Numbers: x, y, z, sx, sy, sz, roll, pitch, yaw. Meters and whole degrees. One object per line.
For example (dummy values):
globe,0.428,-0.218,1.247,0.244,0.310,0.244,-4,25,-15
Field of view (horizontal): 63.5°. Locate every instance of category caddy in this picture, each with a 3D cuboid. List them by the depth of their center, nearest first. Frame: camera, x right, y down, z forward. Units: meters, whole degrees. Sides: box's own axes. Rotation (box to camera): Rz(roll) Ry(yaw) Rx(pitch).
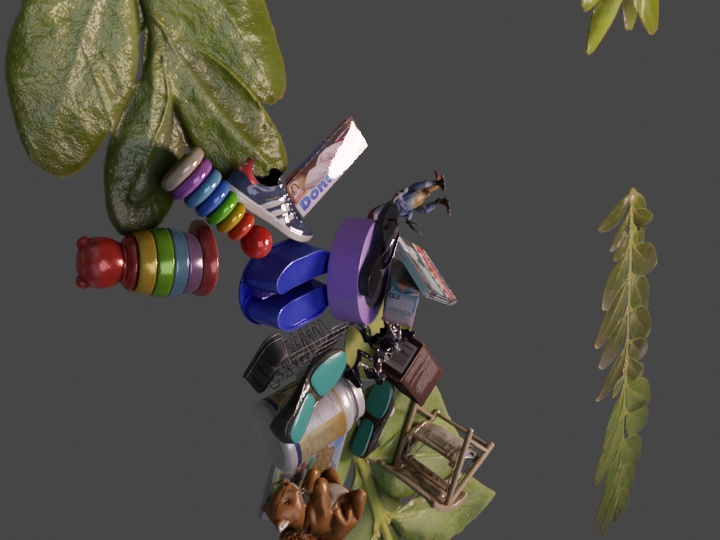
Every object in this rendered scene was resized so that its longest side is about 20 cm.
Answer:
caddy,-0.136,0.023,1.061,0.199,0.103,0.145,-25,125,-51

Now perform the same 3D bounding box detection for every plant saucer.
plant saucer,0.034,0.144,1.304,0.197,0.031,0.205,-16,115,-37

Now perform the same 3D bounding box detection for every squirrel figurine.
squirrel figurine,-0.112,0.520,1.206,0.183,0.141,0.205,8,97,-35

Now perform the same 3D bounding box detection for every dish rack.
dish rack,-0.117,0.155,1.116,0.198,0.055,0.154,-22,159,-42

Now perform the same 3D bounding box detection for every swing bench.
swing bench,0.182,0.452,1.423,0.129,0.197,0.203,38,80,-41

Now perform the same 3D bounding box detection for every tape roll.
tape roll,0.000,0.000,1.141,0.200,0.064,0.206,8,90,-72

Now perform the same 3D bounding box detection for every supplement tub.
supplement tub,-0.102,0.284,1.155,0.198,0.143,0.148,-26,120,-33

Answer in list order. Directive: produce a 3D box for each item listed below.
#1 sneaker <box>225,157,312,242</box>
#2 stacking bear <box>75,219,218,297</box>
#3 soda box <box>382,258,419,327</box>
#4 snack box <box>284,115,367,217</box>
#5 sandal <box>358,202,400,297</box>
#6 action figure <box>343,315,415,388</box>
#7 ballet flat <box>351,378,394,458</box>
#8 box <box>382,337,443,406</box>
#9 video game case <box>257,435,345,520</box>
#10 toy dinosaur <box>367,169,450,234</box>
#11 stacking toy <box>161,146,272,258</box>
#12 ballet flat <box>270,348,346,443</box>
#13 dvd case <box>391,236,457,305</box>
sneaker,-0.143,-0.124,1.023,0.199,0.075,0.085,33,95,-43
stacking bear,-0.328,-0.013,0.887,0.196,0.113,0.125,-1,105,-36
soda box,0.085,0.042,1.207,0.062,0.201,0.070,13,110,0
snack box,-0.068,-0.198,1.104,0.201,0.024,0.072,-50,130,-17
sandal,0.046,-0.037,1.099,0.077,0.042,0.204,69,34,-55
action figure,0.039,0.143,1.188,0.201,0.116,0.104,-53,130,-51
ballet flat,0.037,0.341,1.356,0.068,0.067,0.204,11,107,-52
box,0.120,0.229,1.347,0.101,0.074,0.201,-54,146,-13
video game case,-0.122,0.436,1.270,0.179,0.022,0.205,11,97,-43
toy dinosaur,0.101,-0.134,1.245,0.177,0.200,0.108,-13,106,4
stacking toy,-0.219,-0.097,0.934,0.200,0.085,0.086,47,73,-25
ballet flat,-0.100,0.217,1.057,0.201,0.067,0.069,-54,135,-36
dvd case,0.136,0.001,1.240,0.022,0.148,0.199,-36,159,14
